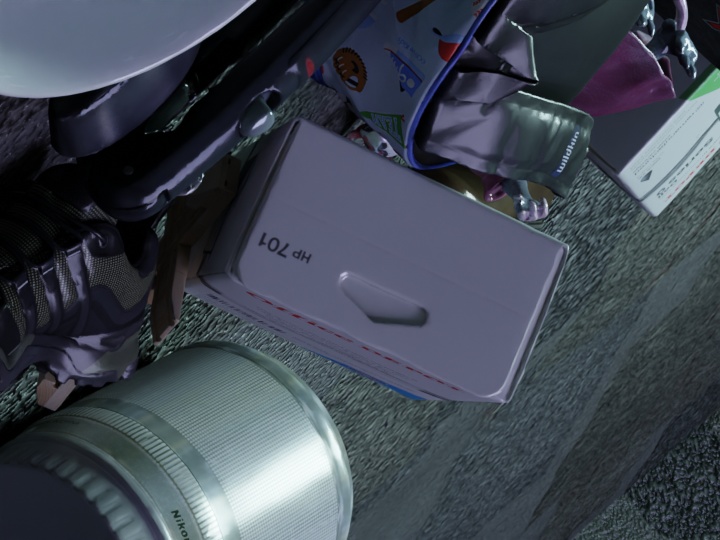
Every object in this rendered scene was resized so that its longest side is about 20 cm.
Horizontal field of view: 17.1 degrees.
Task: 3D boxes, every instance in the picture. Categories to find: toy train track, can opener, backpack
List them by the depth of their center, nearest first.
[{"bbox_3d":[-0.040,-0.095,0.976,0.200,0.063,0.079,-39,164,-20],"label":"can opener"},{"bbox_3d":[0.059,-0.137,1.106,0.201,0.154,0.190,-61,167,24],"label":"backpack"},{"bbox_3d":[-0.122,0.005,1.197,0.200,0.032,0.115,-48,-154,41],"label":"toy train track"}]

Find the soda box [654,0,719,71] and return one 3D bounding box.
[{"bbox_3d":[0.257,-0.154,1.495,0.071,0.200,0.063,-31,161,-43],"label":"soda box"}]

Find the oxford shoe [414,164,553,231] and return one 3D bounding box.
[{"bbox_3d":[0.078,-0.062,1.541,0.085,0.072,0.200,-65,164,12],"label":"oxford shoe"}]

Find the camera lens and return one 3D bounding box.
[{"bbox_3d":[-0.113,0.139,1.349,0.200,0.160,0.160,-27,156,-50],"label":"camera lens"}]

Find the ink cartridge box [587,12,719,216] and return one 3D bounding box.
[{"bbox_3d":[0.213,-0.128,1.669,0.146,0.084,0.200,-48,165,5],"label":"ink cartridge box"}]

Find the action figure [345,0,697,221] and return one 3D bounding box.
[{"bbox_3d":[0.076,-0.115,1.338,0.199,0.134,0.149,-21,-150,22],"label":"action figure"}]

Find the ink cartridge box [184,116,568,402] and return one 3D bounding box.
[{"bbox_3d":[0.000,0.000,1.171,0.086,0.146,0.200,-66,-171,-8],"label":"ink cartridge box"}]

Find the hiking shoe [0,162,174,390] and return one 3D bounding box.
[{"bbox_3d":[-0.157,-0.003,1.059,0.200,0.075,0.101,0,111,-64],"label":"hiking shoe"}]

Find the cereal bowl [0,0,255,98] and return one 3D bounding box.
[{"bbox_3d":[-0.084,-0.157,0.758,0.200,0.083,0.200,-33,151,-21],"label":"cereal bowl"}]
